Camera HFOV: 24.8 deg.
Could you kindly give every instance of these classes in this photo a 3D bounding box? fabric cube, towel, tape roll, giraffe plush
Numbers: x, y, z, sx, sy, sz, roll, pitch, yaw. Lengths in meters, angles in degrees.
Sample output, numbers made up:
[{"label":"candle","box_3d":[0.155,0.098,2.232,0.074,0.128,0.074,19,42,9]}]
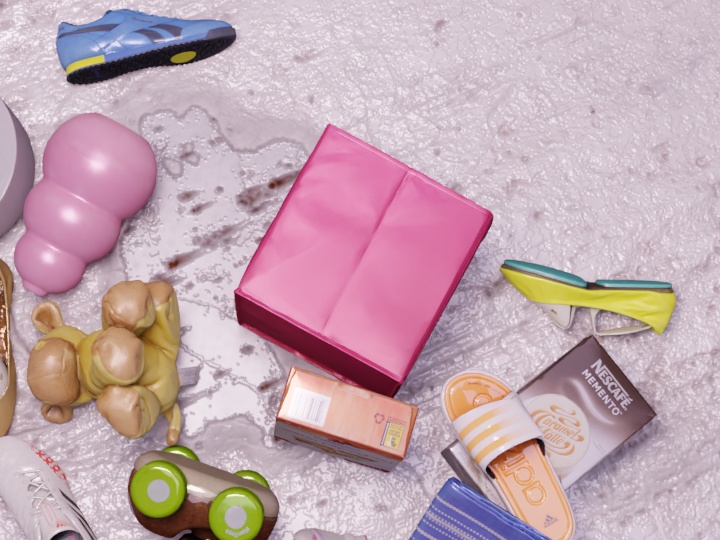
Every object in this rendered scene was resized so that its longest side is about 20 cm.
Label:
[{"label":"fabric cube","box_3d":[0.000,0.000,1.714,0.199,0.196,0.200,28,78,2]},{"label":"towel","box_3d":[0.105,0.325,1.689,0.144,0.024,0.201,32,111,5]},{"label":"tape roll","box_3d":[-0.453,-0.111,1.754,0.198,0.066,0.202,-2,75,7]},{"label":"giraffe plush","box_3d":[-0.275,0.095,1.702,0.161,0.200,0.174,1,72,15]}]

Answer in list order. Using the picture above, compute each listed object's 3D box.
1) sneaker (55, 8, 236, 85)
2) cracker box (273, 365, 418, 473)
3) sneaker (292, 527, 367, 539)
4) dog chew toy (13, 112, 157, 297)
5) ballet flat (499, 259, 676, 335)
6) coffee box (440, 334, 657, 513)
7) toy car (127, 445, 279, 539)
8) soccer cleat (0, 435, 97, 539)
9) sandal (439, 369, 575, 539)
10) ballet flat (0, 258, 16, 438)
[{"label":"sneaker","box_3d":[-0.239,-0.265,1.820,0.198,0.066,0.079,-12,76,-6]},{"label":"cracker box","box_3d":[-0.018,0.156,1.678,0.133,0.200,0.058,17,79,0]},{"label":"sneaker","box_3d":[-0.064,0.357,1.701,0.088,0.081,0.201,21,70,2]},{"label":"dog chew toy","box_3d":[-0.302,-0.065,1.751,0.124,0.125,0.201,27,86,2]},{"label":"ballet flat","box_3d":[0.247,0.035,1.794,0.198,0.067,0.068,8,98,-4]},{"label":"coffee box","box_3d":[0.199,0.175,1.749,0.200,0.080,0.115,-38,84,-10]},{"label":"toy car","box_3d":[-0.181,0.296,1.670,0.156,0.164,0.202,18,90,0]},{"label":"soccer cleat","box_3d":[-0.322,0.254,1.696,0.068,0.085,0.201,-33,82,-9]},{"label":"sandal","box_3d":[0.160,0.188,1.672,0.079,0.059,0.208,-32,82,-8]},{"label":"ballet flat","box_3d":[-0.402,0.080,1.739,0.068,0.063,0.202,-4,79,-4]}]
